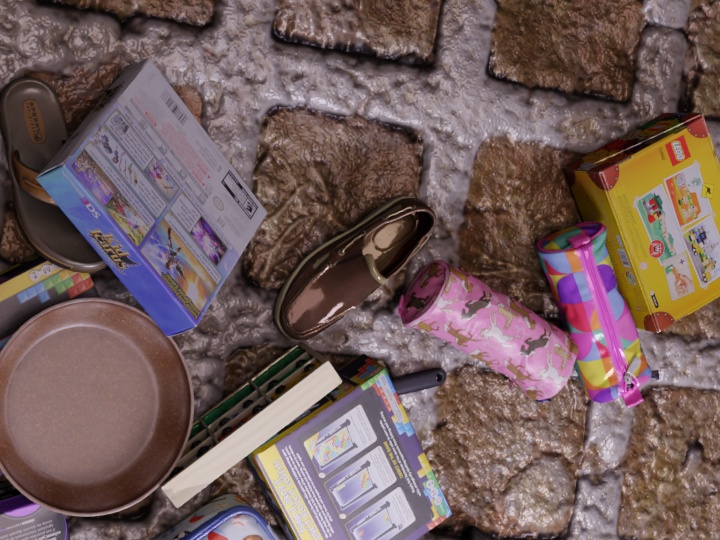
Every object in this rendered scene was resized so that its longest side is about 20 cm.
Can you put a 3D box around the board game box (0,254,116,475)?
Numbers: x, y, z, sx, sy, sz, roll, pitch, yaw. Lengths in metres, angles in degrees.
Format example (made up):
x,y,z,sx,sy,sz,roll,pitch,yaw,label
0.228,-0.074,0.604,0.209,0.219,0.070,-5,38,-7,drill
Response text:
x,y,z,sx,sy,sz,roll,pitch,yaw,label
-0.328,0.091,1.518,0.199,0.057,0.166,-29,105,-18,board game box

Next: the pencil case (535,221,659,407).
x,y,z,sx,sy,sz,roll,pitch,yaw,label
0.259,0.048,1.756,0.088,0.088,0.201,-26,103,-18,pencil case

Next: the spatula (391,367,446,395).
x,y,z,sx,sy,sz,roll,pitch,yaw,label
0.004,0.130,1.691,0.199,0.021,0.057,-10,96,-23,spatula

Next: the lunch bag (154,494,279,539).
x,y,z,sx,sy,sz,roll,pitch,yaw,label
-0.133,0.342,1.621,0.160,0.076,0.200,-34,107,-14,lunch bag

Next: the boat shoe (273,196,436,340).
x,y,z,sx,sy,sz,roll,pitch,yaw,label
-0.004,-0.005,1.643,0.202,0.075,0.075,-45,110,-13,boat shoe

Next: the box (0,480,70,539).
x,y,z,sx,sy,sz,roll,pitch,yaw,label
-0.331,0.312,1.521,0.122,0.106,0.201,-15,101,-21,box

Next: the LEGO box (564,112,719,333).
x,y,z,sx,sy,sz,roll,pitch,yaw,label
0.336,-0.054,1.781,0.149,0.077,0.201,-28,106,-19,LEGO box

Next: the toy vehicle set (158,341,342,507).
x,y,z,sx,sy,sz,roll,pitch,yaw,label
-0.117,0.148,1.574,0.200,0.124,0.027,-37,104,-9,toy vehicle set

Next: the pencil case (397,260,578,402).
x,y,z,sx,sy,sz,roll,pitch,yaw,label
0.136,0.064,1.707,0.200,0.083,0.087,32,92,-23,pencil case

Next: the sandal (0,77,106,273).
x,y,z,sx,sy,sz,roll,pitch,yaw,label
-0.284,-0.094,1.493,0.081,0.055,0.201,-10,78,-27,sandal

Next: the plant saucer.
x,y,z,sx,sy,sz,roll,pitch,yaw,label
-0.254,0.126,1.488,0.200,0.037,0.201,0,89,-27,plant saucer

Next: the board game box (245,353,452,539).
x,y,z,sx,sy,sz,roll,pitch,yaw,label
-0.014,0.215,1.660,0.165,0.057,0.201,-32,116,-16,board game box

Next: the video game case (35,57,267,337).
x,y,z,sx,sy,sz,roll,pitch,yaw,label
-0.192,-0.070,1.516,0.200,0.045,0.182,53,38,-22,video game case

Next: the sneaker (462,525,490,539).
x,y,z,sx,sy,sz,roll,pitch,yaw,label
0.071,0.352,1.728,0.200,0.075,0.079,-30,93,-24,sneaker
